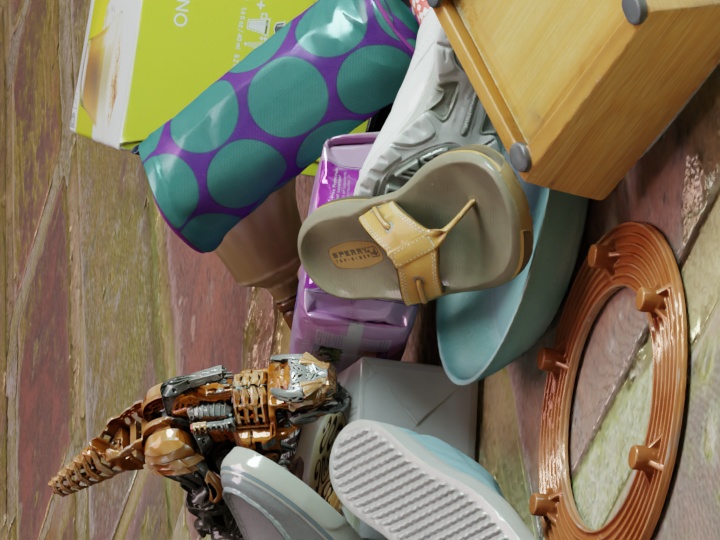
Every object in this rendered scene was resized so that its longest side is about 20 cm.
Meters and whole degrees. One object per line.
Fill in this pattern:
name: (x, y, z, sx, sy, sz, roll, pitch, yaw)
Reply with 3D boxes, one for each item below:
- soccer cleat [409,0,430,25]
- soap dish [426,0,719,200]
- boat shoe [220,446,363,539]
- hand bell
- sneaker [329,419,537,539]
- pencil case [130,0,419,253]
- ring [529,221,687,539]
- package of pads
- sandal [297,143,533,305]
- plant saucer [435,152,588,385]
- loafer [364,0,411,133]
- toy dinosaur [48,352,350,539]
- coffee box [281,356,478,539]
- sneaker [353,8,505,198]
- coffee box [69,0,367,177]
soccer cleat: (0.069, -0.219, 1.783, 0.085, 0.068, 0.200, 107, 170, -57)
soap dish: (0.116, -0.146, 1.458, 0.158, 0.081, 0.200, 64, 150, 19)
boat shoe: (-0.028, 0.192, 1.693, 0.072, 0.201, 0.070, -48, 28, -23)
hand bell: (-0.042, 0.027, 1.931, 0.200, 0.104, 0.104, 62, 168, -9)
sneaker: (0.067, 0.146, 1.613, 0.200, 0.082, 0.074, 46, 117, 43)
pencil case: (-0.047, -0.102, 1.806, 0.085, 0.200, 0.092, 56, -168, 13)
ring: (0.126, 0.072, 1.513, 0.200, 0.019, 0.201, -172, 90, -75)
package of pads: (0.000, 0.000, 1.793, 0.200, 0.075, 0.121, 101, 177, -75)
sandal: (0.024, -0.014, 1.585, 0.200, 0.054, 0.080, -14, 105, 50)
plant saucer: (0.091, -0.029, 1.644, 0.200, 0.036, 0.201, -168, 90, -76)
loafer: (0.038, -0.149, 1.860, 0.072, 0.063, 0.201, 163, 114, -73)
toy dinosaur: (-0.096, 0.100, 1.759, 0.200, 0.136, 0.102, 1, 61, 32)
coffee box: (0.004, 0.133, 1.802, 0.200, 0.080, 0.113, 143, 132, -68)
sneaker: (0.054, -0.097, 1.653, 0.099, 0.078, 0.200, -91, 26, -63)
coffee box: (-0.082, -0.177, 2.051, 0.198, 0.199, 0.200, -156, 74, -74)
